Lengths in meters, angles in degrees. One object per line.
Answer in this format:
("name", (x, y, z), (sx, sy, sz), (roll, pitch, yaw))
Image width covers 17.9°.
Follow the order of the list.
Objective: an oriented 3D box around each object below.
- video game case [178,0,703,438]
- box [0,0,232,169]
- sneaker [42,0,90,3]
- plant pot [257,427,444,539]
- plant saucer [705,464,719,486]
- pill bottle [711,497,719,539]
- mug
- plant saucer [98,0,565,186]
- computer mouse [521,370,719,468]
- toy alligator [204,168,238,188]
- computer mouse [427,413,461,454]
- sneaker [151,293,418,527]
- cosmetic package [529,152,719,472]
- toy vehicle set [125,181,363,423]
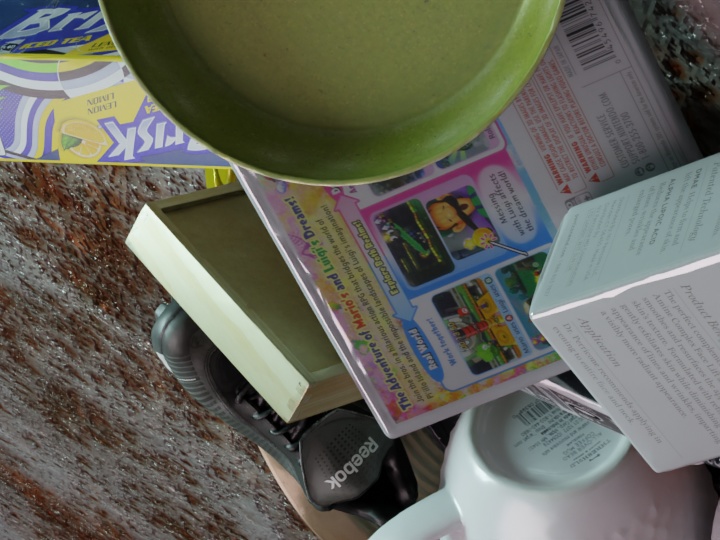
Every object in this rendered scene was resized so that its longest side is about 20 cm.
("video game case", (0.048, -0.041, 0.972), (0.182, 0.024, 0.200), (-23, 112, 17))
("box", (-0.104, -0.095, 1.146), (0.200, 0.070, 0.064), (4, 124, 18))
("sneaker", (-0.141, -0.179, 1.166), (0.080, 0.070, 0.200), (8, 143, 50))
("plant pot", (0.013, 0.066, 1.324), (0.093, 0.201, 0.201), (-27, 123, 19))
("plant saucer", (0.144, 0.052, 1.211), (0.200, 0.034, 0.200), (33, 160, 14))
("pill bottle", (0.267, 0.137, 1.060), (0.112, 0.112, 0.200), (49, 158, -25))
("mug", (0.088, 0.140, 1.168), (0.175, 0.200, 0.148), (73, 172, -46))
("plant saucer", (-0.010, -0.135, 0.913), (0.200, 0.200, 0.031), (37, -163, 7))
("computer mouse", (0.138, 0.057, 1.029), (0.200, 0.044, 0.110), (24, 174, 25))
("toy alligator", (-0.060, -0.066, 1.297), (0.200, 0.059, 0.054), (138, 125, -73))
("computer mouse", (0.031, 0.032, 1.212), (0.046, 0.140, 0.200), (-22, 102, 24))
("sneaker", (-0.027, 0.071, 1.143), (0.091, 0.066, 0.200), (46, -179, 42))
("cosmetic package", (0.176, 0.002, 0.888), (0.200, 0.074, 0.102), (-20, 122, 36))
("toy vehicle set", (0.000, 0.000, 1.108), (0.124, 0.200, 0.027), (47, 128, 24))
